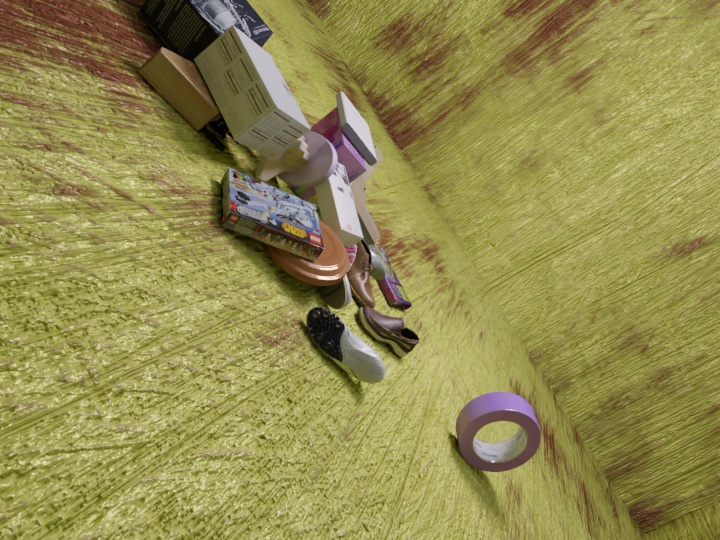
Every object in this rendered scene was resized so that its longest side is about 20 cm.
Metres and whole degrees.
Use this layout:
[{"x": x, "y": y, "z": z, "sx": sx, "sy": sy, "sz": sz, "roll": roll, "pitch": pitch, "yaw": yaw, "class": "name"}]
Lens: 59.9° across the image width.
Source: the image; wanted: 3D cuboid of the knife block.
[{"x": -0.316, "y": -0.321, "z": 1.220, "sx": 0.178, "sy": 0.063, "sz": 0.199, "roll": 59, "pitch": 17, "yaw": 9, "class": "knife block"}]

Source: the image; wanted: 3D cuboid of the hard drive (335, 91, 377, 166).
[{"x": -0.012, "y": -0.365, "z": 1.600, "sx": 0.132, "sy": 0.026, "sz": 0.202, "roll": 48, "pitch": 19, "yaw": -32, "class": "hard drive"}]

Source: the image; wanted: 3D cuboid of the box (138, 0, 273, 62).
[{"x": -0.330, "y": -0.537, "z": 1.358, "sx": 0.197, "sy": 0.123, "sz": 0.200, "roll": 50, "pitch": 35, "yaw": -9, "class": "box"}]

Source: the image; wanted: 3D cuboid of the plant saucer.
[{"x": -0.107, "y": -0.054, "z": 1.255, "sx": 0.198, "sy": 0.032, "sz": 0.202, "roll": 26, "pitch": 33, "yaw": -18, "class": "plant saucer"}]

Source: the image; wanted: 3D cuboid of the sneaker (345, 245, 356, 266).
[{"x": -0.053, "y": -0.066, "z": 1.473, "sx": 0.072, "sy": 0.088, "sz": 0.204, "roll": 5, "pitch": 62, "yaw": -13, "class": "sneaker"}]

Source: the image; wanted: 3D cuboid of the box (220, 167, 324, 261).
[{"x": -0.168, "y": -0.105, "z": 1.186, "sx": 0.197, "sy": 0.040, "sz": 0.138, "roll": 22, "pitch": 34, "yaw": -29, "class": "box"}]

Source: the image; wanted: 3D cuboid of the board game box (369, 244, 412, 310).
[{"x": 0.071, "y": 0.013, "z": 1.758, "sx": 0.202, "sy": 0.032, "sz": 0.120, "roll": 64, "pitch": 14, "yaw": 23, "class": "board game box"}]

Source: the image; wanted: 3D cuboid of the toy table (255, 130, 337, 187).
[{"x": -0.159, "y": -0.272, "z": 1.400, "sx": 0.117, "sy": 0.197, "sz": 0.188, "roll": 25, "pitch": 74, "yaw": -54, "class": "toy table"}]

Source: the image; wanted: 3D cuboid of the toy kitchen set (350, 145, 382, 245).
[{"x": -0.023, "y": -0.198, "z": 1.699, "sx": 0.182, "sy": 0.161, "sz": 0.201, "roll": 59, "pitch": 44, "yaw": -31, "class": "toy kitchen set"}]

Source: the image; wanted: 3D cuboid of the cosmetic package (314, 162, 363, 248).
[{"x": -0.055, "y": -0.158, "z": 1.419, "sx": 0.082, "sy": 0.050, "sz": 0.203, "roll": 16, "pitch": 51, "yaw": -48, "class": "cosmetic package"}]

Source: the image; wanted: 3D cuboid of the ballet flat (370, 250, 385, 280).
[{"x": -0.012, "y": -0.047, "z": 1.605, "sx": 0.202, "sy": 0.067, "sz": 0.064, "roll": 55, "pitch": 45, "yaw": -6, "class": "ballet flat"}]

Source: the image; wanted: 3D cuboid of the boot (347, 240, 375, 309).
[{"x": 0.000, "y": 0.000, "z": 1.509, "sx": 0.073, "sy": 0.075, "sz": 0.203, "roll": 26, "pitch": 36, "yaw": -61, "class": "boot"}]

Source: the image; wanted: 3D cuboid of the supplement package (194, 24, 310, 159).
[{"x": -0.216, "y": -0.354, "z": 1.264, "sx": 0.203, "sy": 0.110, "sz": 0.155, "roll": 62, "pitch": 16, "yaw": 14, "class": "supplement package"}]

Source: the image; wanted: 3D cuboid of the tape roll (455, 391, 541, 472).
[{"x": 0.332, "y": 0.393, "z": 1.517, "sx": 0.201, "sy": 0.198, "sz": 0.066, "roll": 48, "pitch": 19, "yaw": -24, "class": "tape roll"}]

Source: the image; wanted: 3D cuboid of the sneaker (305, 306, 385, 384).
[{"x": -0.034, "y": 0.145, "z": 1.199, "sx": 0.200, "sy": 0.072, "sz": 0.072, "roll": 45, "pitch": -14, "yaw": -18, "class": "sneaker"}]

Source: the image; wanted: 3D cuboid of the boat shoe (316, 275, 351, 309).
[{"x": -0.064, "y": -0.005, "z": 1.342, "sx": 0.068, "sy": 0.074, "sz": 0.202, "roll": 17, "pitch": 42, "yaw": -55, "class": "boat shoe"}]

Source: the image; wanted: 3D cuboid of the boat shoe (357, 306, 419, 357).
[{"x": 0.071, "y": 0.130, "z": 1.472, "sx": 0.202, "sy": 0.074, "sz": 0.076, "roll": 40, "pitch": 24, "yaw": -44, "class": "boat shoe"}]

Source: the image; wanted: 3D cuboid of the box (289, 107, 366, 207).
[{"x": -0.091, "y": -0.285, "z": 1.587, "sx": 0.097, "sy": 0.174, "sz": 0.202, "roll": 43, "pitch": 22, "yaw": -36, "class": "box"}]
